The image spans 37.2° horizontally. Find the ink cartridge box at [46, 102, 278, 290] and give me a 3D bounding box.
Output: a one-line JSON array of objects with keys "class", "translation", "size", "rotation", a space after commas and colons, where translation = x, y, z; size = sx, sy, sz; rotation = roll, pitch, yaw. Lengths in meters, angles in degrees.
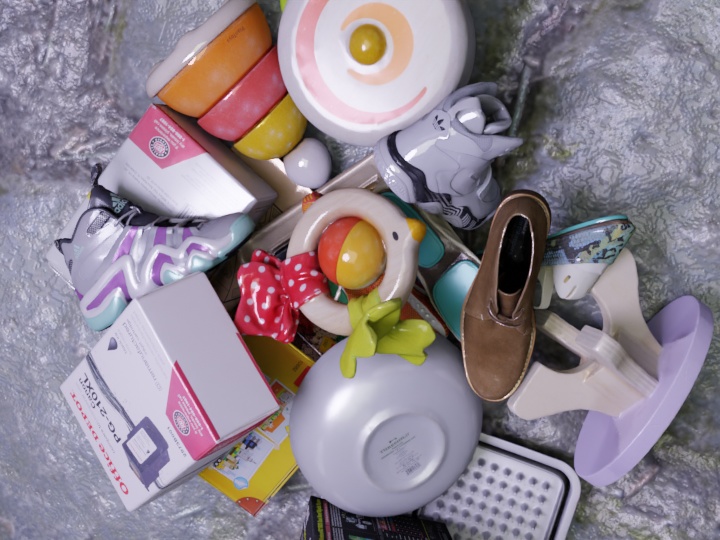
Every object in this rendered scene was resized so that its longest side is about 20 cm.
[{"class": "ink cartridge box", "translation": [-0.204, -0.046, 1.094], "size": [0.145, 0.083, 0.201], "rotation": [41, 103, 4]}]

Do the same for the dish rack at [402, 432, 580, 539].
[{"class": "dish rack", "translation": [0.129, 0.268, 1.126], "size": [0.169, 0.044, 0.204], "rotation": [18, 103, 9]}]

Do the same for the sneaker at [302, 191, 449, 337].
[{"class": "sneaker", "translation": [0.005, 0.010, 1.038], "size": [0.077, 0.073, 0.201], "rotation": [-37, 103, 15]}]

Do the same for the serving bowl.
[{"class": "serving bowl", "translation": [0.032, 0.158, 1.028], "size": [0.196, 0.066, 0.204], "rotation": [-6, 114, -14]}]

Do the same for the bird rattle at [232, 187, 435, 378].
[{"class": "bird rattle", "translation": [-0.017, 0.007, 0.965], "size": [0.198, 0.112, 0.166], "rotation": [24, 94, 35]}]

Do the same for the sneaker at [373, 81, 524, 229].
[{"class": "sneaker", "translation": [0.106, -0.104, 0.985], "size": [0.114, 0.199, 0.076], "rotation": [-34, 65, 25]}]

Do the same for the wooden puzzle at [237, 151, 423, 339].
[{"class": "wooden puzzle", "translation": [0.000, 0.000, 1.090], "size": [0.198, 0.037, 0.186], "rotation": [-33, 104, 13]}]

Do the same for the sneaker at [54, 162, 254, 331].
[{"class": "sneaker", "translation": [-0.207, -0.044, 1.012], "size": [0.198, 0.078, 0.142], "rotation": [-27, 93, 14]}]

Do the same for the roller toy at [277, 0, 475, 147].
[{"class": "roller toy", "translation": [0.019, -0.213, 1.014], "size": [0.196, 0.140, 0.186], "rotation": [-6, 99, 11]}]

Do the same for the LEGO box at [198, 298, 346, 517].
[{"class": "LEGO box", "translation": [-0.106, 0.131, 1.104], "size": [0.148, 0.077, 0.201], "rotation": [37, 115, -7]}]

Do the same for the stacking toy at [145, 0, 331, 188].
[{"class": "stacking toy", "translation": [-0.103, -0.159, 1.063], "size": [0.145, 0.146, 0.201], "rotation": [-37, 103, 15]}]

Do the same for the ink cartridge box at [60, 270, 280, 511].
[{"class": "ink cartridge box", "translation": [-0.182, 0.117, 0.993], "size": [0.200, 0.084, 0.146], "rotation": [-41, 78, 46]}]

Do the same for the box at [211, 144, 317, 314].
[{"class": "box", "translation": [-0.121, -0.021, 1.136], "size": [0.163, 0.021, 0.200], "rotation": [42, 105, 1]}]

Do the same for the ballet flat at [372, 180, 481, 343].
[{"class": "ballet flat", "translation": [0.084, -0.009, 1.035], "size": [0.069, 0.070, 0.201], "rotation": [-34, 96, 15]}]

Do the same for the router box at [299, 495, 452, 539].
[{"class": "router box", "translation": [0.018, 0.282, 1.010], "size": [0.147, 0.200, 0.063], "rotation": [13, 93, -4]}]

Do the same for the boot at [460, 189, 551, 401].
[{"class": "boot", "translation": [0.126, 0.033, 0.963], "size": [0.072, 0.076, 0.204], "rotation": [11, 111, 9]}]

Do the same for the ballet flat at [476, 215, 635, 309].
[{"class": "ballet flat", "translation": [0.184, 0.000, 1.012], "size": [0.199, 0.074, 0.075], "rotation": [-18, 98, 57]}]

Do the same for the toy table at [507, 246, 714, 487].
[{"class": "toy table", "translation": [0.233, 0.088, 1.014], "size": [0.116, 0.184, 0.202], "rotation": [34, 78, -11]}]
